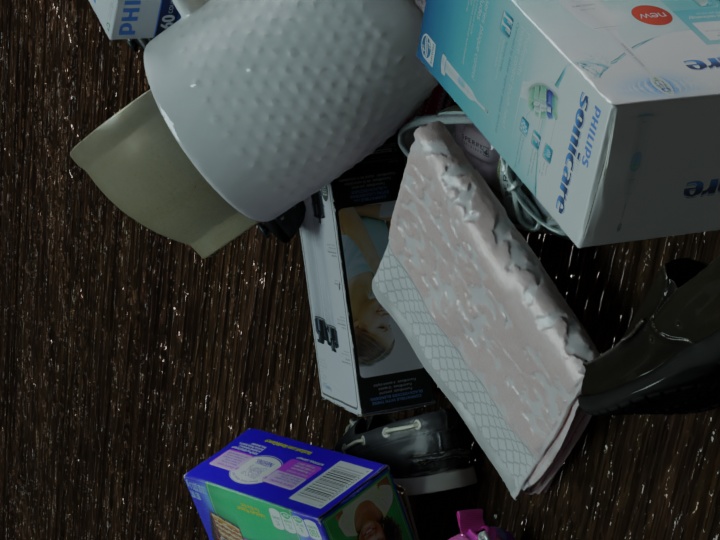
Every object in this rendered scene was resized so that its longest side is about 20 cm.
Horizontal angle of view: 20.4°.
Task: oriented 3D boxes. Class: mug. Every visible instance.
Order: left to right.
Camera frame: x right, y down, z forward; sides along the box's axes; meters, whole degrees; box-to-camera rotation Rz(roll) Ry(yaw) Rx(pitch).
[{"bbox_3d":[-0.046,-0.160,1.334,0.200,0.175,0.148,54,-164,-11],"label":"mug"}]

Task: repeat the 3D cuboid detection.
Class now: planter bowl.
[{"bbox_3d":[-0.114,-0.095,1.616,0.135,0.200,0.200,55,156,-3],"label":"planter bowl"}]

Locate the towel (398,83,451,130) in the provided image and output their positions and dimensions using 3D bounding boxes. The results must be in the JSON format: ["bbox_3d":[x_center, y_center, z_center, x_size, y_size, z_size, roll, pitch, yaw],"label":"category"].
[{"bbox_3d":[0.026,-0.193,1.438,0.200,0.022,0.145,59,146,41],"label":"towel"}]

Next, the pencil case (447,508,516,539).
[{"bbox_3d":[0.106,0.242,1.296,0.200,0.088,0.088,-134,42,-53],"label":"pencil case"}]

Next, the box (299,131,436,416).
[{"bbox_3d":[0.000,0.000,1.476,0.117,0.060,0.200,-172,74,-75],"label":"box"}]

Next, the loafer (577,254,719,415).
[{"bbox_3d":[0.184,0.029,1.078,0.200,0.073,0.071,-35,58,56],"label":"loafer"}]

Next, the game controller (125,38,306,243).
[{"bbox_3d":[-0.108,-0.108,1.469,0.200,0.042,0.104,56,174,-12],"label":"game controller"}]

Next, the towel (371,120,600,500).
[{"bbox_3d":[0.077,0.031,1.283,0.200,0.032,0.191,57,156,21],"label":"towel"}]

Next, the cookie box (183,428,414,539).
[{"bbox_3d":[-0.024,0.229,1.456,0.171,0.075,0.200,9,125,52],"label":"cookie box"}]

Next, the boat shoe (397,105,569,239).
[{"bbox_3d":[0.092,-0.064,1.260,0.202,0.065,0.074,-142,49,-59],"label":"boat shoe"}]

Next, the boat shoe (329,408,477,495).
[{"bbox_3d":[0.018,0.133,1.485,0.200,0.074,0.060,-12,86,64],"label":"boat shoe"}]

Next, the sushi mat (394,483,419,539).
[{"bbox_3d":[0.024,0.229,1.474,0.096,0.012,0.200,18,131,49],"label":"sushi mat"}]

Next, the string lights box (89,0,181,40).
[{"bbox_3d":[-0.083,-0.222,1.402,0.059,0.200,0.103,59,145,41],"label":"string lights box"}]

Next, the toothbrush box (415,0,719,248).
[{"bbox_3d":[0.138,-0.105,1.038,0.200,0.146,0.085,-122,33,-47],"label":"toothbrush box"}]
